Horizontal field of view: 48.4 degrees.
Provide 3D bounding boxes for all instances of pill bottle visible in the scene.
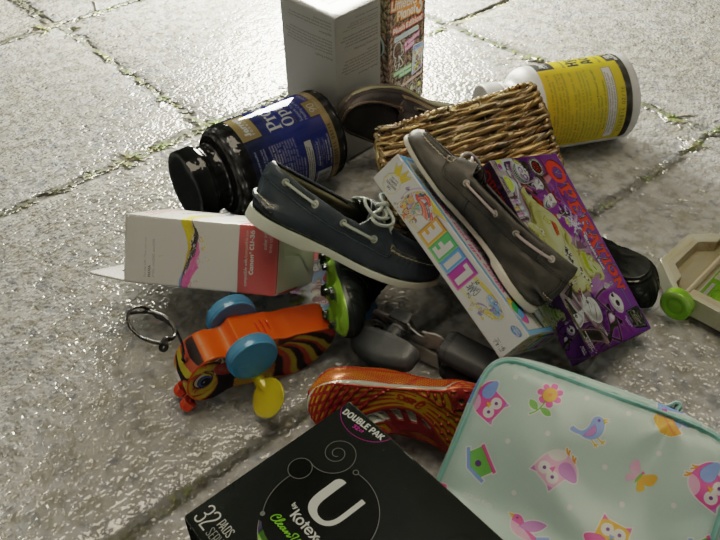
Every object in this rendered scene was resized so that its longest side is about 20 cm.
[{"bbox_3d":[-0.123,-0.134,0.960,0.199,0.113,0.112,-27,46,-28],"label":"pill bottle"},{"bbox_3d":[0.250,-0.214,1.041,0.197,0.112,0.112,-11,40,-11],"label":"pill bottle"}]

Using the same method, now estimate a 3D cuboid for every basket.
[{"bbox_3d":[0.126,-0.100,0.919,0.197,0.149,0.145,-16,73,2],"label":"basket"}]

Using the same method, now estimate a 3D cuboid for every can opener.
[{"bbox_3d":[0.081,0.095,0.730,0.198,0.054,0.067,26,60,29],"label":"can opener"}]

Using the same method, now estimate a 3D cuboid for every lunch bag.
[{"bbox_3d":[0.163,0.157,0.581,0.198,0.077,0.162,20,75,22],"label":"lunch bag"}]

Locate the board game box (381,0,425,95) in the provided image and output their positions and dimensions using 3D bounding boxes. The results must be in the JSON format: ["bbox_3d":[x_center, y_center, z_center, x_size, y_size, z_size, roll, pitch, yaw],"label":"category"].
[{"bbox_3d":[0.001,-0.341,1.133,0.158,0.202,0.097,22,45,27],"label":"board game box"}]

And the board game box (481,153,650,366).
[{"bbox_3d":[0.194,-0.018,0.765,0.119,0.032,0.202,-11,71,-48],"label":"board game box"}]

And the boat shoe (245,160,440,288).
[{"bbox_3d":[-0.004,-0.042,0.723,0.198,0.062,0.075,21,20,-18],"label":"boat shoe"}]

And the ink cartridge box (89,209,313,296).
[{"bbox_3d":[-0.156,-0.023,0.799,0.197,0.069,0.116,5,7,13],"label":"ink cartridge box"}]

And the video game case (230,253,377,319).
[{"bbox_3d":[-0.077,-0.005,0.877,0.141,0.018,0.201,-11,41,-12],"label":"video game case"}]

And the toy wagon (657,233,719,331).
[{"bbox_3d":[0.403,0.028,0.803,0.154,0.040,0.199,-33,50,-32],"label":"toy wagon"}]

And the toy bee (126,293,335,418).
[{"bbox_3d":[-0.127,0.075,0.733,0.198,0.109,0.132,16,34,-22],"label":"toy bee"}]

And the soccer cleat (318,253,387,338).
[{"bbox_3d":[0.000,0.000,0.785,0.080,0.068,0.201,0,26,-4],"label":"soccer cleat"}]

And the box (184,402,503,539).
[{"bbox_3d":[0.004,0.219,0.525,0.148,0.125,0.199,-30,46,-29],"label":"box"}]

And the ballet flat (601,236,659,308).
[{"bbox_3d":[0.235,-0.017,0.867,0.066,0.057,0.200,-35,42,-14],"label":"ballet flat"}]

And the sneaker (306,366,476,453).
[{"bbox_3d":[0.054,0.114,0.691,0.197,0.074,0.077,13,15,3],"label":"sneaker"}]

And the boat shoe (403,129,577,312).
[{"bbox_3d":[0.116,-0.057,0.713,0.201,0.057,0.067,55,21,14],"label":"boat shoe"}]

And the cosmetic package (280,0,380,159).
[{"bbox_3d":[-0.037,-0.255,1.032,0.084,0.202,0.107,-34,52,-31],"label":"cosmetic package"}]

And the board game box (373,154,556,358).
[{"bbox_3d":[0.106,-0.014,0.750,0.201,0.034,0.134,57,22,18],"label":"board game box"}]

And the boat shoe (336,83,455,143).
[{"bbox_3d":[0.065,-0.181,1.006,0.197,0.075,0.074,2,42,-26],"label":"boat shoe"}]
